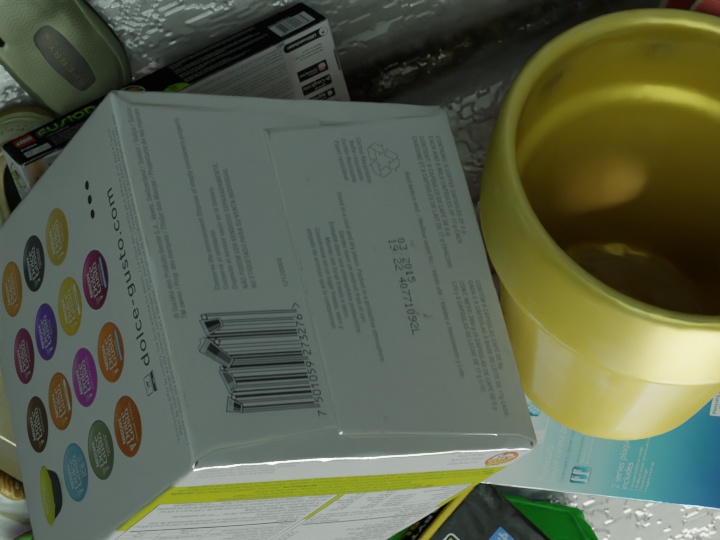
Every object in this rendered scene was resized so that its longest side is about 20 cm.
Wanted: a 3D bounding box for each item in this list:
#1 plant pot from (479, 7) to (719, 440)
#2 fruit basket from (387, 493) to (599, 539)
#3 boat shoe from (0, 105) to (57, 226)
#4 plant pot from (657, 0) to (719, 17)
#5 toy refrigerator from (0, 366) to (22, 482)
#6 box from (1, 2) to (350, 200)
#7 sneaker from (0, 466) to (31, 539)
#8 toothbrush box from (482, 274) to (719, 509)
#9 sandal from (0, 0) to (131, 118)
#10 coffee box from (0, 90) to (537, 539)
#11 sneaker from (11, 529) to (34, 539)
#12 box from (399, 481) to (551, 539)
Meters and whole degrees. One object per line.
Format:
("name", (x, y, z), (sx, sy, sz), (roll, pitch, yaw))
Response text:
("plant pot", (0.156, -0.007, 1.206), (0.201, 0.201, 0.189), (2, 147, -6))
("fruit basket", (0.053, 0.247, 1.419), (0.216, 0.156, 0.216), (-2, 105, -6))
("boat shoe", (-0.173, -0.003, 1.337), (0.073, 0.063, 0.201), (-17, 121, 2))
("plant pot", (0.274, -0.137, 1.272), (0.177, 0.200, 0.200), (32, 106, -6))
("toy refrigerator", (-0.217, 0.072, 1.348), (0.200, 0.070, 0.076), (32, 66, -13))
("box", (-0.098, -0.065, 1.295), (0.200, 0.035, 0.110), (-27, 125, -17))
("sneaker", (-0.279, 0.127, 1.383), (0.200, 0.076, 0.088), (34, 114, -12))
("toothbrush box", (0.119, 0.068, 1.357), (0.200, 0.146, 0.085), (8, 110, -9))
("sandal", (-0.208, -0.158, 1.278), (0.080, 0.057, 0.201), (-42, 113, 16))
("coffee box", (-0.062, 0.039, 1.176), (0.200, 0.200, 0.198), (-1, 157, -32))
("sneaker", (-0.156, 0.180, 1.294), (0.077, 0.200, 0.084), (-23, 87, -20))
("box", (0.085, 0.244, 1.336), (0.200, 0.049, 0.160), (43, 79, -9))
